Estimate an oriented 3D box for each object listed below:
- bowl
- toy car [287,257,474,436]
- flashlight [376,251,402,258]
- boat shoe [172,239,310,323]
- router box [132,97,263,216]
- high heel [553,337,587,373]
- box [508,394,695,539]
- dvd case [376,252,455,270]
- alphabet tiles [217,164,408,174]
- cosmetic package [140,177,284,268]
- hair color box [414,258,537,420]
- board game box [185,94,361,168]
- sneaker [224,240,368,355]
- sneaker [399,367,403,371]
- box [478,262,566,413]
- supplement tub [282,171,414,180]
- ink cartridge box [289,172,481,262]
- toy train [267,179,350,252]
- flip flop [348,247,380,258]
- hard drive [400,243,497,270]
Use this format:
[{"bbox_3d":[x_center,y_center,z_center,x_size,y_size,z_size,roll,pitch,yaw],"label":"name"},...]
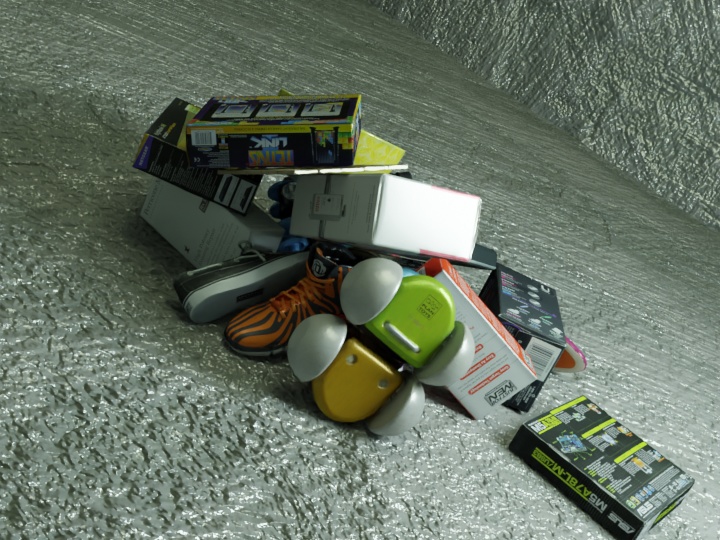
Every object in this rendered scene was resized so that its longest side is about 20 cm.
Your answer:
[{"bbox_3d":[-0.048,-0.167,1.446,0.200,0.108,0.200,27,7,-4],"label":"bowl"},{"bbox_3d":[0.021,0.077,1.181,0.175,0.200,0.150,40,11,-19],"label":"toy car"},{"bbox_3d":[0.061,-0.003,1.569,0.068,0.068,0.200,-6,38,-39],"label":"flashlight"},{"bbox_3d":[-0.135,0.004,1.260,0.199,0.074,0.068,-21,59,-24],"label":"boat shoe"},{"bbox_3d":[-0.202,-0.157,1.362,0.157,0.052,0.200,23,22,-8],"label":"router box"},{"bbox_3d":[0.284,0.091,1.607,0.200,0.068,0.096,34,33,26],"label":"high heel"},{"bbox_3d":[0.317,0.252,1.325,0.193,0.048,0.200,36,24,26],"label":"box"},{"bbox_3d":[0.075,0.051,1.441,0.145,0.022,0.200,10,36,-11],"label":"dvd case"},{"bbox_3d":[-0.047,-0.124,1.247,0.199,0.008,0.167,-8,9,-38],"label":"alphabet tiles"},{"bbox_3d":[-0.201,-0.064,1.361,0.200,0.102,0.074,38,24,29],"label":"cosmetic package"},{"bbox_3d":[0.125,0.086,1.302,0.200,0.101,0.061,49,14,-18],"label":"hair color box"},{"bbox_3d":[-0.102,-0.175,1.264,0.199,0.057,0.165,0,21,4],"label":"board game box"},{"bbox_3d":[-0.073,0.025,1.223,0.199,0.112,0.078,-22,50,-28],"label":"sneaker"},{"bbox_3d":[-0.025,0.080,1.309,0.099,0.075,0.200,-16,44,-35],"label":"sneaker"},{"bbox_3d":[0.216,0.092,1.459,0.106,0.123,0.200,25,22,-4],"label":"box"},{"bbox_3d":[-0.017,-0.103,1.551,0.199,0.107,0.107,-8,30,-8],"label":"supplement tub"},{"bbox_3d":[0.026,-0.066,1.232,0.146,0.083,0.200,9,0,-32],"label":"ink cartridge box"},{"bbox_3d":[-0.065,-0.066,1.411,0.114,0.200,0.087,-11,63,-7],"label":"toy train"},{"bbox_3d":[0.000,0.000,1.382,0.081,0.058,0.200,49,-16,-3],"label":"flip flop"},{"bbox_3d":[0.105,-0.030,1.432,0.139,0.033,0.200,9,0,20],"label":"hard drive"}]
